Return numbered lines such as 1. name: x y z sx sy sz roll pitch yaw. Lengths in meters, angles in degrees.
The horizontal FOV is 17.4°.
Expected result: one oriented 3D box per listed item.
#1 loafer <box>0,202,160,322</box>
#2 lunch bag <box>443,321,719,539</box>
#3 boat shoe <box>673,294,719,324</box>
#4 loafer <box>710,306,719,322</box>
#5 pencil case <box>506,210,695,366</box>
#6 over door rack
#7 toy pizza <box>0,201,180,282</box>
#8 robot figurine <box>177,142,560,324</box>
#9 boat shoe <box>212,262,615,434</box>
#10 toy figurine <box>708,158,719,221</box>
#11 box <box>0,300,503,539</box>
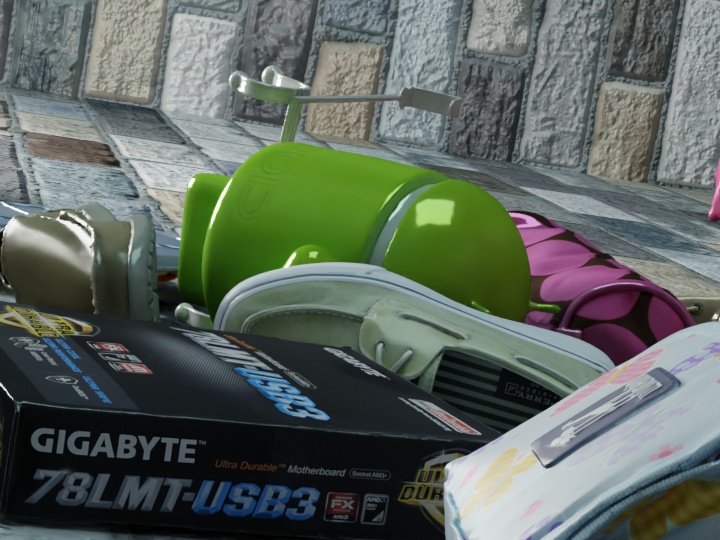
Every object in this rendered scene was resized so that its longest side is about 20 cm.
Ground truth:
1. loafer: -0.147 0.007 1.201 0.069 0.076 0.200 -5 6 -17
2. lunch bag: 0.124 0.082 0.684 0.198 0.128 0.170 3 5 1
3. boat shoe: 0.130 0.023 1.409 0.199 0.066 0.072 12 7 22
4. loafer: 0.265 0.056 1.320 0.199 0.077 0.067 17 1 -31
5. pencil case: 0.106 0.025 1.278 0.093 0.091 0.200 19 5 -20
6. over door rack: -0.030 -0.040 1.376 0.066 0.149 0.199 20 12 32
7. toy pizza: -0.187 -0.012 1.418 0.199 0.032 0.200 10 6 -1
8. robot figurine: 0.000 0.000 1.207 0.199 0.117 0.175 14 10 32
9. boat shoe: 0.028 0.043 1.093 0.198 0.073 0.062 10 12 2
10. toy figurine: 0.223 0.012 1.124 0.150 0.186 0.199 15 8 42
11. box: -0.064 0.059 0.936 0.197 0.050 0.200 6 8 -20
